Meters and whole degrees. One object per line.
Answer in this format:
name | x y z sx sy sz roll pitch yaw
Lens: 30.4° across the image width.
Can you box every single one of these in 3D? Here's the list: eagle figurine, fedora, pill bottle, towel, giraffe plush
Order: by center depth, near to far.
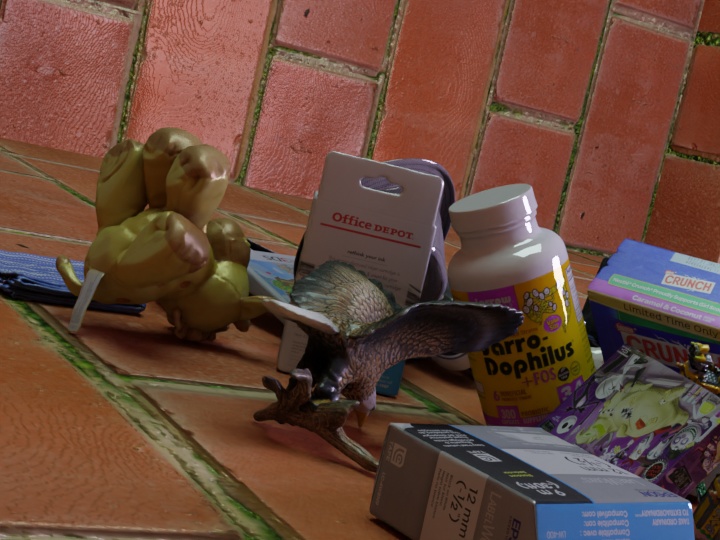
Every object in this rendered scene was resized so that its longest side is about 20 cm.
eagle figurine | 0.009 0.055 1.015 0.152 0.200 0.151 45 -34 4
pill bottle | 0.133 0.035 1.117 0.103 0.203 0.104 -16 12 3
giraffe plush | -0.157 -0.008 1.201 0.161 0.202 0.172 31 -2 -42
fedora | 0.028 -0.006 1.310 0.175 0.201 0.091 -3 49 -34
towel | -0.311 0.003 1.334 0.143 0.024 0.199 10 7 -32

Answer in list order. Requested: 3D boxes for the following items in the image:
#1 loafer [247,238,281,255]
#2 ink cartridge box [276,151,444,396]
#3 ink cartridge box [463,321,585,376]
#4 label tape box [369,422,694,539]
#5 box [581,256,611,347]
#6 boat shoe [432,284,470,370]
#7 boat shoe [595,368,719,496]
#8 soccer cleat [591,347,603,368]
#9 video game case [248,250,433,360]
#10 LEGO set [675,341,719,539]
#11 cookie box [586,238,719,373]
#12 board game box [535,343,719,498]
loafer | -0.072 0.010 1.576 0.197 0.064 0.072 15 6 11
ink cartridge box | 0.000 0.000 1.211 0.114 0.203 0.067 13 7 -3
ink cartridge box | 0.153 0.072 1.359 0.039 0.101 0.200 12 8 -25
label tape box | 0.121 0.152 0.788 0.142 0.067 0.199 8 7 -39
box | 0.346 0.082 1.447 0.162 0.087 0.200 17 -15 31
boat shoe | 0.077 0.038 1.399 0.057 0.068 0.200 49 2 -29
boat shoe | 0.254 0.140 1.141 0.065 0.073 0.199 16 2 -43
soccer cleat | 0.230 0.108 1.384 0.198 0.070 0.077 10 5 42
video game case | -0.034 0.035 1.434 0.181 0.022 0.200 7 23 -44
LEGO set | 0.320 0.116 0.997 0.152 0.117 0.201 20 34 -3
cookie box | 0.307 0.084 1.197 0.170 0.075 0.201 19 -36 37
board game box | 0.199 0.123 0.988 0.032 0.120 0.200 43 -1 -14
